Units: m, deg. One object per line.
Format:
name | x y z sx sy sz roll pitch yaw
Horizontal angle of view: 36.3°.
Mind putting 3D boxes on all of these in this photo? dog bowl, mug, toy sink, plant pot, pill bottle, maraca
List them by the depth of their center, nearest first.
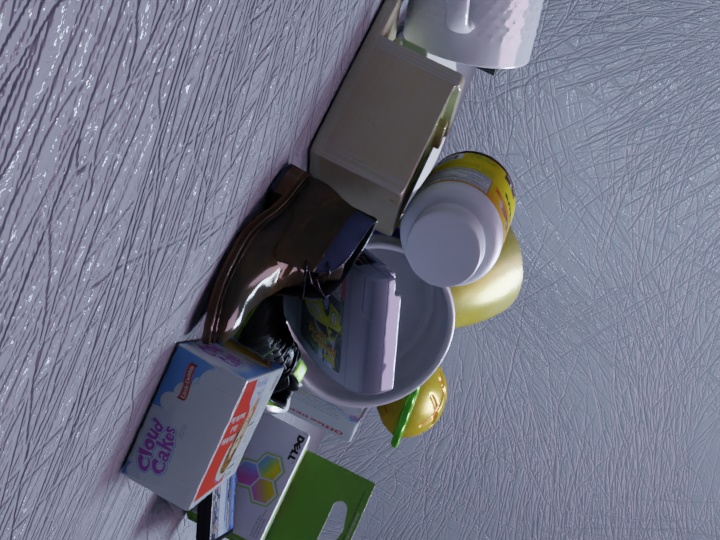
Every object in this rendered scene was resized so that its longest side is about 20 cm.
toy sink | 0.036 -0.160 1.147 0.131 0.110 0.203 103 12 -73
mug | 0.124 -0.316 1.156 0.200 0.145 0.178 -53 156 -61
pill bottle | 0.104 -0.053 1.168 0.200 0.108 0.111 -55 169 -66
dog bowl | 0.003 0.047 1.240 0.079 0.197 0.203 -115 -135 -64
plant pot | 0.104 0.001 1.507 0.141 0.199 0.202 -32 154 -40
maraca | 0.075 0.191 1.642 0.200 0.105 0.140 -47 154 -79

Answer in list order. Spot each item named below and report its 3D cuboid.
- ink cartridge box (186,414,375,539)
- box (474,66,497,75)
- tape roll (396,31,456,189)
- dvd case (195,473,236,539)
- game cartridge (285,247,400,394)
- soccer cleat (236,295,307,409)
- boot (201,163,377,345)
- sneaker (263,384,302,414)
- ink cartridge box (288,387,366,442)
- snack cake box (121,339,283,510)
ink cartridge box | -0.094 0.272 1.338 0.076 0.197 0.150 105 11 -68
box | 0.165 -0.381 1.438 0.200 0.123 0.150 95 21 -74
tape roll | 0.061 -0.194 1.350 0.203 0.036 0.206 -49 148 -44
dvd case | -0.153 0.219 1.192 0.200 0.017 0.146 91 2 -81
game cartridge | -0.023 0.033 1.076 0.200 0.040 0.136 39 -47 55
soccer cleat | -0.089 0.079 1.123 0.201 0.080 0.068 107 9 -58
boot | -0.059 -0.003 0.946 0.075 0.096 0.202 108 7 -54
sneaker | -0.106 0.112 1.297 0.200 0.069 0.082 -60 159 -76
ink cartridge box | -0.035 0.126 1.613 0.201 0.143 0.146 110 7 -56
snack cake box | -0.133 0.128 0.967 0.117 0.066 0.200 -64 175 0
